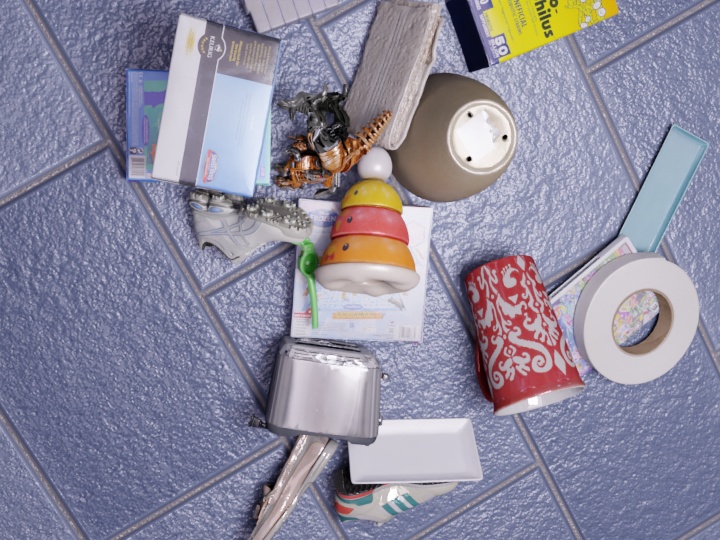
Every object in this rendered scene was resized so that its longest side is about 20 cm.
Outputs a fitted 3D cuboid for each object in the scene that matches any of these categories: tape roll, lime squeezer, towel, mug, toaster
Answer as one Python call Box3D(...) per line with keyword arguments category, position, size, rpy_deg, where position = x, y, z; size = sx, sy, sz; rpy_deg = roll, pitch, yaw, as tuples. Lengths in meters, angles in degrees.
Box3D(category="tape roll", position=(0.422, 0.074, 1.288), size=(0.200, 0.037, 0.206), rpy_deg=(-4, 107, -13))
Box3D(category="lime squeezer", position=(-0.093, -0.018, 1.179), size=(0.070, 0.038, 0.201), rpy_deg=(-32, 84, 21))
Box3D(category="towel", position=(0.042, -0.273, 1.158), size=(0.034, 0.132, 0.202), rpy_deg=(15, 98, -38))
Box3D(category="mug", position=(0.210, 0.099, 1.217), size=(0.176, 0.133, 0.202), rpy_deg=(-27, 69, 33))
Box3D(category="toaster", position=(-0.059, 0.170, 1.216), size=(0.197, 0.114, 0.131), rpy_deg=(8, 93, -7))

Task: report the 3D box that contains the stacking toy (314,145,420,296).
Box3D(category="stacking toy", position=(0.012, -0.072, 1.159), size=(0.144, 0.146, 0.203), rpy_deg=(4, 78, -9))

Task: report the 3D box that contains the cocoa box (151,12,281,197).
Box3D(category="cocoa box", position=(-0.184, -0.206, 1.083), size=(0.130, 0.133, 0.203), rpy_deg=(10, 96, -11))

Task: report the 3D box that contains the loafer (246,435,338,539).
Box3D(category="loafer", position=(-0.113, 0.323, 1.258), size=(0.063, 0.072, 0.201), rpy_deg=(36, 85, 5))

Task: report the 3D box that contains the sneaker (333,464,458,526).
Box3D(category="sneaker", position=(0.052, 0.339, 1.288), size=(0.197, 0.071, 0.094), rpy_deg=(-5, 125, -16))

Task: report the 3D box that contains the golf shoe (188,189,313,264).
Box3D(category="golf shoe", position=(-0.148, -0.053, 1.159), size=(0.198, 0.078, 0.099), rpy_deg=(16, 113, 31))

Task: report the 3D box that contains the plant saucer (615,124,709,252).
Box3D(category="plant saucer", position=(0.461, -0.119, 1.297), size=(0.069, 0.019, 0.202), rpy_deg=(24, 93, -11))

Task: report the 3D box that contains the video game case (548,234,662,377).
Box3D(category="video game case", position=(0.364, 0.062, 1.298), size=(0.199, 0.018, 0.144), rpy_deg=(-39, 112, -1))

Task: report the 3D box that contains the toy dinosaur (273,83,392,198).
Box3D(category="toy dinosaur", position=(-0.041, -0.177, 1.158), size=(0.198, 0.102, 0.137), rpy_deg=(-18, 88, 13))

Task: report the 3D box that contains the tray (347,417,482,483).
Box3D(category="tray", position=(0.078, 0.274, 1.269), size=(0.197, 0.108, 0.022), rpy_deg=(0, 139, -8))

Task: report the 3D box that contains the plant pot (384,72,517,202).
Box3D(category="plant pot", position=(0.136, -0.180, 1.147), size=(0.185, 0.200, 0.190), rpy_deg=(-1, 99, -8))

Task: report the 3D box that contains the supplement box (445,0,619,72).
Box3D(category="supplement box", position=(0.237, -0.368, 1.180), size=(0.198, 0.110, 0.110), rpy_deg=(-23, 101, -5))

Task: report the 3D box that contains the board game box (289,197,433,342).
Box3D(category="board game box", position=(0.000, 0.000, 1.233), size=(0.197, 0.041, 0.202), rpy_deg=(4, 98, -8))

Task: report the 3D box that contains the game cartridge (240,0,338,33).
Box3D(category="game cartridge", position=(-0.122, -0.440, 1.156), size=(0.128, 0.038, 0.202), rpy_deg=(-20, 101, -1))

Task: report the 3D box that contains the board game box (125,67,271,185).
Box3D(category="board game box", position=(-0.222, -0.197, 1.169), size=(0.197, 0.045, 0.154), rpy_deg=(1, 98, -9))
